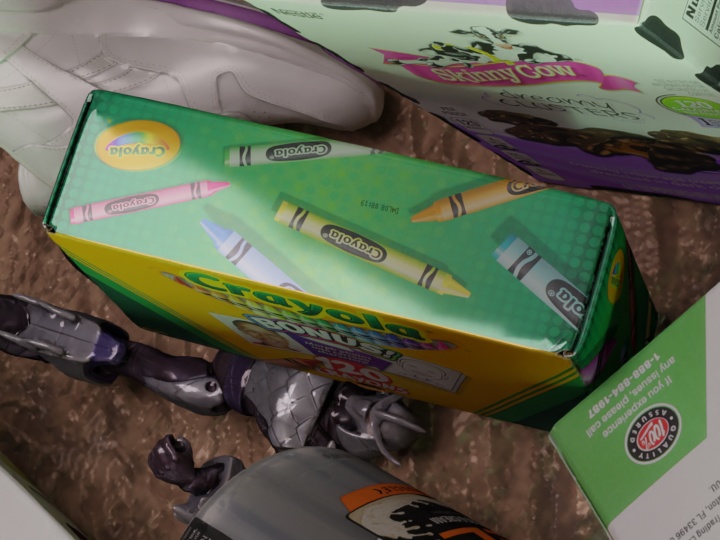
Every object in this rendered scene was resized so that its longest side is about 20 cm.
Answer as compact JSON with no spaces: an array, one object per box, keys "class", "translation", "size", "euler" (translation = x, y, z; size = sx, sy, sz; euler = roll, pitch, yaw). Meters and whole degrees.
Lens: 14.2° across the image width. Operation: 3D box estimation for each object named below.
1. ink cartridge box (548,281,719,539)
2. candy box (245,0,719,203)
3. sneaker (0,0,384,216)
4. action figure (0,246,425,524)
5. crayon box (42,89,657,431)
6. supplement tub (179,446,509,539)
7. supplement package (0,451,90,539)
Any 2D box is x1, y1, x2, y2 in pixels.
[{"class":"ink cartridge box","translation":[0.175,0.092,0.942],"size":[0.146,0.084,0.201],"euler":[-41,54,17]},{"class":"candy box","translation":[0.084,-0.086,1.002],"size":[0.167,0.200,0.072],"euler":[9,78,39]},{"class":"sneaker","translation":[-0.089,-0.067,1.184],"size":[0.199,0.075,0.100],"euler":[9,93,9]},{"class":"action figure","translation":[-0.054,0.036,1.144],"size":[0.199,0.069,0.131],"euler":[19,72,35]},{"class":"crayon box","translation":[0.000,0.000,1.042],"size":[0.199,0.119,0.059],"euler":[13,75,17]},{"class":"supplement tub","translation":[0.030,0.151,1.003],"size":[0.199,0.122,0.123],"euler":[27,90,39]},{"class":"supplement package","translation":[-0.210,0.116,1.150],"size":[0.200,0.111,0.156],"euler":[41,83,23]}]
